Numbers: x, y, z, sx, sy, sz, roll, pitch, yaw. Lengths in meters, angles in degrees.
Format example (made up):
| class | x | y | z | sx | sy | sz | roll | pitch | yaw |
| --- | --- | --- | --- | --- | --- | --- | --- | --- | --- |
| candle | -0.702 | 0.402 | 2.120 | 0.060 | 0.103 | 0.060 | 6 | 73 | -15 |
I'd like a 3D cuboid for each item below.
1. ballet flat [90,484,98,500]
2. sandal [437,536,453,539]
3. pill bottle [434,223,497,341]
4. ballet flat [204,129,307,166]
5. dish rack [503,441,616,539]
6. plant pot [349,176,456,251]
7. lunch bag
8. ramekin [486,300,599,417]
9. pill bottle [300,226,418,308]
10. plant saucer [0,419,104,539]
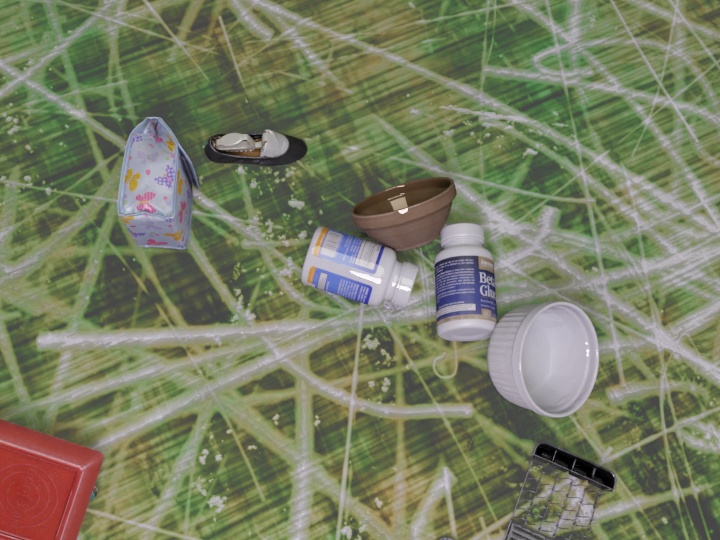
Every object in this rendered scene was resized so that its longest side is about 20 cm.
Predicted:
| class | x | y | z | sx | sy | sz | roll | pitch | yaw |
| --- | --- | --- | --- | --- | --- | --- | --- | --- | --- |
| ballet flat | -0.539 | 0.347 | 1.476 | 0.199 | 0.071 | 0.071 | 3 | 71 | -5 |
| sandal | 0.093 | 0.527 | 1.464 | 0.075 | 0.048 | 0.200 | 41 | 73 | 9 |
| pill bottle | 0.192 | 0.021 | 1.607 | 0.110 | 0.111 | 0.201 | 0 | 72 | -4 |
| ballet flat | -0.201 | -0.237 | 1.688 | 0.199 | 0.068 | 0.068 | -4 | 71 | -6 |
| dish rack | 0.340 | 0.417 | 1.516 | 0.153 | 0.055 | 0.201 | 23 | 72 | 5 |
| plant pot | 0.088 | -0.096 | 1.622 | 0.200 | 0.201 | 0.093 | -21 | 106 | -11 |
| lunch bag | -0.362 | -0.160 | 1.597 | 0.126 | 0.170 | 0.201 | 1 | 71 | -2 |
| ramekin | 0.314 | 0.151 | 1.539 | 0.199 | 0.105 | 0.202 | 0 | 91 | -35 |
| pill bottle | 0.000 | 0.000 | 1.601 | 0.199 | 0.112 | 0.113 | 18 | 71 | 1 |
| plant saucer | -0.544 | 0.363 | 1.424 | 0.199 | 0.037 | 0.201 | 20 | 97 | -7 |
